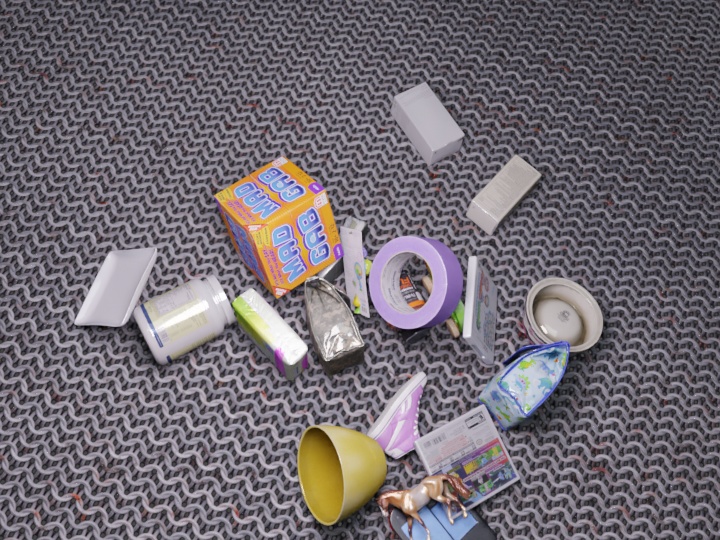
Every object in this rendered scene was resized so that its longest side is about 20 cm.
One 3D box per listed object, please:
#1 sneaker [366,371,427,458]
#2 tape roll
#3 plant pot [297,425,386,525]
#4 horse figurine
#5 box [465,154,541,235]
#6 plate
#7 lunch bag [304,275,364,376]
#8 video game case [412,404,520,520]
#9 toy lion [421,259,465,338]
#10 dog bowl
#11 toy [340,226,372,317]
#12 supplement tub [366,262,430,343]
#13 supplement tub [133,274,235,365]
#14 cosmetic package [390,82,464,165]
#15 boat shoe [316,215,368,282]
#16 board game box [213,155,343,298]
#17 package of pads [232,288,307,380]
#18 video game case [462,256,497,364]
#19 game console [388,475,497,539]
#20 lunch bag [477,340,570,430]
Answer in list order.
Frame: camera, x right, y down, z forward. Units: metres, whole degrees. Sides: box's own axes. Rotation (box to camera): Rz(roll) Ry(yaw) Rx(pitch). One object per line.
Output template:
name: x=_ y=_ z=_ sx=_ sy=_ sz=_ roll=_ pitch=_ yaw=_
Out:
sneaker: x=0.113 y=0.336 z=1.637 sx=0.114 sy=0.073 sz=0.201 roll=39 pitch=71 yaw=0
tape roll: x=0.122 y=0.026 z=1.592 sx=0.197 sy=0.084 sz=0.204 roll=-1 pitch=89 yaw=33
plant pot: x=-0.028 y=0.423 z=1.529 sx=0.140 sy=0.200 sz=0.203 roll=-2 pitch=64 yaw=-33
horse figurine: x=0.142 y=0.494 z=1.524 sx=0.198 sy=0.050 sz=0.134 roll=-34 pitch=69 yaw=7
box: x=0.376 y=-0.199 z=1.887 sx=0.095 sy=0.078 sz=0.200 roll=42 pitch=69 yaw=12
plate: x=-0.560 y=0.043 z=1.661 sx=0.197 sy=0.032 sz=0.203 roll=-2 pitch=59 yaw=38
lunch bag: x=-0.068 y=0.120 z=1.653 sx=0.116 sy=0.164 sz=0.202 roll=-22 pitch=70 yaw=-9
video game case: x=0.238 y=0.425 z=1.603 sx=0.197 sy=0.023 sz=0.185 roll=-21 pitch=78 yaw=-23
toy lion: x=0.202 y=0.043 z=1.695 sx=0.068 sy=0.192 sz=0.202 roll=-27 pitch=71 yaw=-2
dog bowl: x=0.484 y=0.122 z=1.749 sx=0.196 sy=0.074 sz=0.203 roll=5 pitch=59 yaw=-8
toy: x=0.000 y=0.000 z=1.696 sx=0.046 sy=0.115 sz=0.204 roll=-8 pitch=103 yaw=-26
supplement tub: x=0.093 y=0.071 z=1.723 sx=0.106 sy=0.107 sz=0.202 roll=-23 pitch=70 yaw=-15
supplement tub: x=-0.399 y=0.108 z=1.635 sx=0.198 sy=0.145 sz=0.146 roll=-27 pitch=71 yaw=-17
cosmetic package: x=0.182 y=-0.400 z=1.956 sx=0.112 sy=0.081 sz=0.202 roll=-26 pitch=72 yaw=-16
boat shoe: x=-0.054 y=-0.052 z=1.784 sx=0.064 sy=0.075 sz=0.203 roll=27 pitch=64 yaw=16
board game box: x=-0.189 y=-0.105 z=1.683 sx=0.198 sy=0.202 sz=0.200 roll=-32 pitch=45 yaw=-18
package of pads: x=-0.202 y=0.148 z=1.634 sx=0.068 sy=0.155 sz=0.200 roll=-40 pitch=76 yaw=-18
video game case: x=0.286 y=0.097 z=1.700 sx=0.023 sy=0.182 sz=0.203 roll=-5 pitch=62 yaw=26
game console: x=0.176 y=0.560 z=1.559 sx=0.176 sy=0.031 sz=0.201 roll=-36 pitch=75 yaw=-19
lunch bag: x=0.383 y=0.248 z=1.641 sx=0.199 sy=0.170 sz=0.128 roll=-37 pitch=77 yaw=-19
